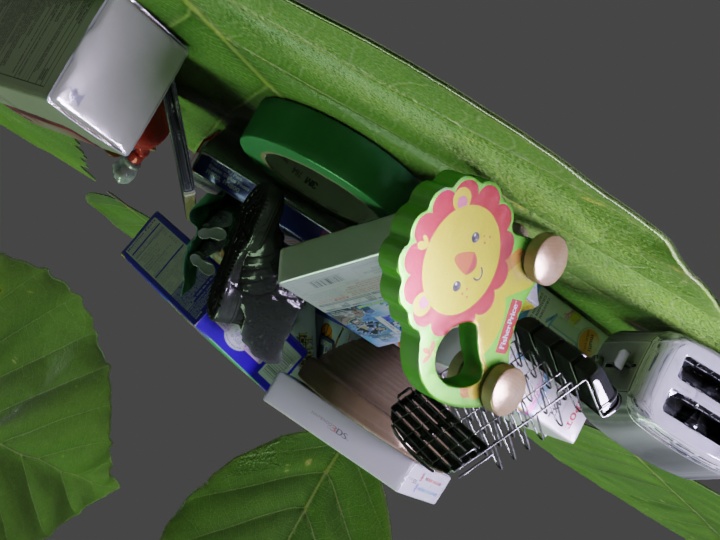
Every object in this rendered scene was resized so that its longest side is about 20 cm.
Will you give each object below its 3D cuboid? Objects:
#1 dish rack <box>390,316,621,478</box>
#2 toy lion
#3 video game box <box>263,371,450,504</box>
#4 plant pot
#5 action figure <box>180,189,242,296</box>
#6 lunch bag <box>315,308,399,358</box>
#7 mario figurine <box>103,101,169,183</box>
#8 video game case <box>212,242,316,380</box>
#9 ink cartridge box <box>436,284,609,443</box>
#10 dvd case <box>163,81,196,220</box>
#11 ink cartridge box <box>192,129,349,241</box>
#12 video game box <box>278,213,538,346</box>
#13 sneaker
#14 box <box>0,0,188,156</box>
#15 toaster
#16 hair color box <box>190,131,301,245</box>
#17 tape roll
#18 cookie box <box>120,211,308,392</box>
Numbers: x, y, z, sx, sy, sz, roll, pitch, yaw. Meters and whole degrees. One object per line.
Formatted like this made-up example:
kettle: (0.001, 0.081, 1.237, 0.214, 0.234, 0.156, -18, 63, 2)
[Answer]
dish rack: (0.132, 0.129, 1.214, 0.153, 0.199, 0.055, 38, 156, 58)
toy lion: (0.087, 0.018, 1.106, 0.190, 0.203, 0.068, 12, -173, -43)
video game box: (-0.001, 0.201, 1.488, 0.199, 0.047, 0.182, 31, 174, 22)
plant pot: (0.034, 0.137, 1.430, 0.200, 0.093, 0.201, 33, 179, 1)
action figure: (-0.156, -0.053, 1.421, 0.054, 0.119, 0.200, 21, -161, -1)
lunch bag: (0.007, 0.071, 1.615, 0.123, 0.202, 0.169, 36, 170, -39)
mario figurine: (-0.307, -0.181, 1.556, 0.123, 0.107, 0.200, 35, 172, -18)
video game case: (-0.126, 0.042, 1.628, 0.045, 0.184, 0.199, -17, -151, -30)
ink cartridge box: (0.182, 0.094, 1.405, 0.199, 0.130, 0.125, 33, 170, -25)
dvd case: (-0.197, -0.142, 1.357, 0.016, 0.151, 0.200, -11, 176, -7)
ink cartridge box: (-0.092, -0.081, 1.403, 0.195, 0.044, 0.200, 32, -167, -5)
video game box: (0.050, 0.007, 1.254, 0.198, 0.047, 0.182, -15, 146, 30)
sneaker: (-0.095, 0.004, 1.331, 0.103, 0.202, 0.060, 14, -154, -26)
box: (-0.287, -0.209, 1.248, 0.199, 0.129, 0.109, 22, 169, 46)
toaster: (0.323, 0.139, 1.246, 0.199, 0.115, 0.129, 32, 169, -6)
hair color box: (-0.119, -0.092, 1.574, 0.199, 0.062, 0.101, 33, 172, -15)
tape roll: (-0.027, -0.100, 1.274, 0.199, 0.049, 0.201, 29, 172, 5)
cookie box: (-0.178, 0.039, 1.521, 0.200, 0.075, 0.171, 37, 171, 46)
